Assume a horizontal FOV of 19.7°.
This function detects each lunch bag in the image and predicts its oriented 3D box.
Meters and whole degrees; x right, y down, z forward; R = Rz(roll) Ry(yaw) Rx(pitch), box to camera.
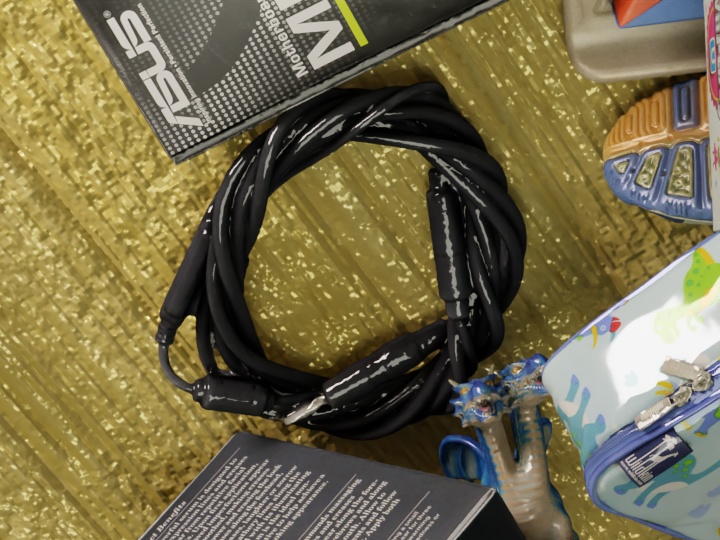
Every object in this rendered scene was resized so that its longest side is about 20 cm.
[{"bbox_3d":[0.190,0.057,0.962,0.160,0.083,0.200,-36,146,17],"label":"lunch bag"}]

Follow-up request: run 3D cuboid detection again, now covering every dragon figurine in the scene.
[{"bbox_3d":[0.075,0.109,1.038,0.058,0.100,0.200,-13,159,-6],"label":"dragon figurine"}]

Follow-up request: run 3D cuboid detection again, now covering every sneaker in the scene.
[{"bbox_3d":[0.213,-0.045,0.953,0.198,0.076,0.088,-3,157,20],"label":"sneaker"}]

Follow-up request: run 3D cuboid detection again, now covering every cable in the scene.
[{"bbox_3d":[0.000,0.000,0.990,0.162,0.051,0.201,22,116,-13],"label":"cable"}]

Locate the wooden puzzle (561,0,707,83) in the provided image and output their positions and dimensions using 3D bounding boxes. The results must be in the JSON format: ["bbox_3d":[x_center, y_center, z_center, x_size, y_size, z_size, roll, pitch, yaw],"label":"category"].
[{"bbox_3d":[0.175,-0.179,0.893,0.183,0.046,0.202,-6,119,3],"label":"wooden puzzle"}]

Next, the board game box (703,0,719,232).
[{"bbox_3d":[0.244,-0.094,0.851,0.198,0.064,0.149,-2,89,-3],"label":"board game box"}]

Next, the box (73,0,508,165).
[{"bbox_3d":[-0.046,-0.172,0.894,0.192,0.048,0.201,-25,116,9],"label":"box"}]

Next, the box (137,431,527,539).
[{"bbox_3d":[0.000,0.177,0.999,0.107,0.199,0.149,-46,120,-26],"label":"box"}]
